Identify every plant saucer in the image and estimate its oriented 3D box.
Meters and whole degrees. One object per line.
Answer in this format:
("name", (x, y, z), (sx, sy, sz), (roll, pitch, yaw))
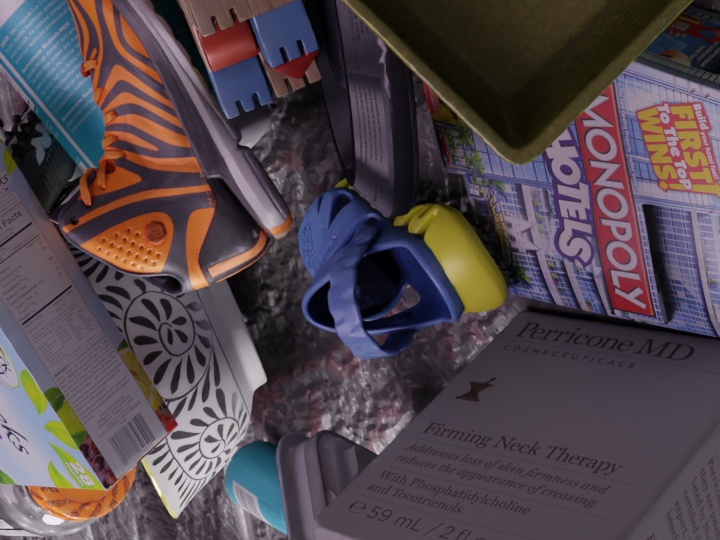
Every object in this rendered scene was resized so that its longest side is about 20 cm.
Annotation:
("plant saucer", (0.059, -0.171, 0.662), (0.200, 0.200, 0.048), (45, 170, 6))

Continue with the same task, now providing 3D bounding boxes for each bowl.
("bowl", (-0.120, 0.052, 1.067), (0.201, 0.094, 0.202), (157, 90, -85))

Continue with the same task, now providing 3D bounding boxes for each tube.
("tube", (-0.026, 0.168, 1.086), (0.077, 0.051, 0.200), (35, 173, -33))

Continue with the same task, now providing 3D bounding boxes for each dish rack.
("dish rack", (0.035, 0.186, 0.968), (0.043, 0.173, 0.200), (-32, 138, 25))

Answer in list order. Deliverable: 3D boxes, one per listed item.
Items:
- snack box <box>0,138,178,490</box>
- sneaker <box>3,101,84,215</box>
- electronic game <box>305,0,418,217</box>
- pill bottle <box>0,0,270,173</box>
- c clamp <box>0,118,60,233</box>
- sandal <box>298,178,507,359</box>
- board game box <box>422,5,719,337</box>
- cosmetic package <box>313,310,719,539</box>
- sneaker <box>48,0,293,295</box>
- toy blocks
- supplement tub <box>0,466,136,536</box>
("snack box", (-0.217, 0.028, 0.935), (0.168, 0.068, 0.201), (-6, 121, 51))
("sneaker", (-0.186, -0.060, 1.026), (0.090, 0.200, 0.067), (37, 103, -16))
("electronic game", (0.000, -0.125, 0.778), (0.200, 0.041, 0.202), (170, 90, -85))
("pill bottle", (-0.153, -0.131, 0.955), (0.200, 0.111, 0.111), (51, 143, -2))
("c clamp", (-0.225, -0.037, 1.089), (0.171, 0.027, 0.200), (59, -179, -43))
("sandal", (0.000, 0.000, 0.903), (0.080, 0.087, 0.200), (59, 166, -14))
("board game box", (0.133, -0.052, 0.772), (0.199, 0.062, 0.201), (13, 130, 40))
("cosmetic package", (0.114, 0.151, 0.850), (0.166, 0.200, 0.167), (7, 127, 42))
("sneaker", (-0.132, -0.075, 0.862), (0.201, 0.112, 0.078), (57, 180, -1))
("toy blocks", (-0.066, -0.144, 0.811), (0.200, 0.099, 0.138), (-125, 13, -70))
("supplement tub", (-0.274, 0.154, 1.317), (0.199, 0.122, 0.123), (-11, 113, 49))
